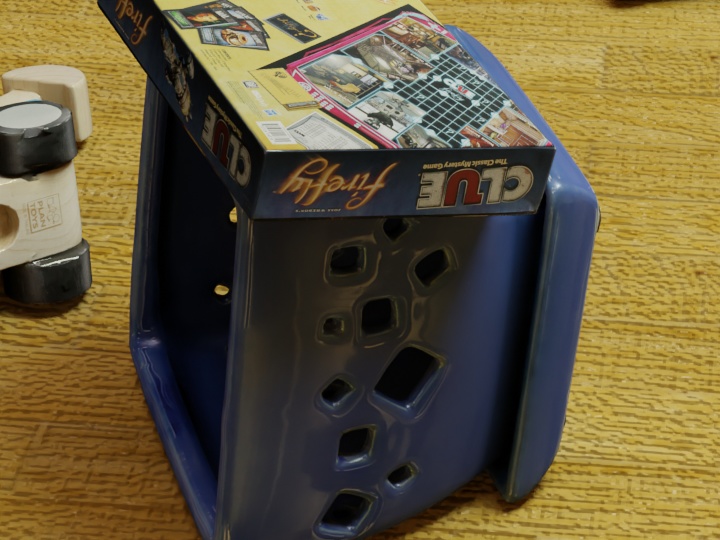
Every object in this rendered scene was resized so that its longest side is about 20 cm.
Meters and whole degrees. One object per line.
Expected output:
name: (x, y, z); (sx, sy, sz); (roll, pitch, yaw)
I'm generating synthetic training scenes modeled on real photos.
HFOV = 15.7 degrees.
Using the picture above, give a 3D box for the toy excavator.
toy excavator: (-0.206, -0.058, 1.427); (0.194, 0.100, 0.200); (-19, 27, -28)

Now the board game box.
board game box: (-0.019, -0.086, 1.142); (0.135, 0.035, 0.200); (-2, 32, -25)

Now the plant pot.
plant pot: (0.000, 0.000, 1.229); (0.179, 0.201, 0.200); (-4, 31, -18)
